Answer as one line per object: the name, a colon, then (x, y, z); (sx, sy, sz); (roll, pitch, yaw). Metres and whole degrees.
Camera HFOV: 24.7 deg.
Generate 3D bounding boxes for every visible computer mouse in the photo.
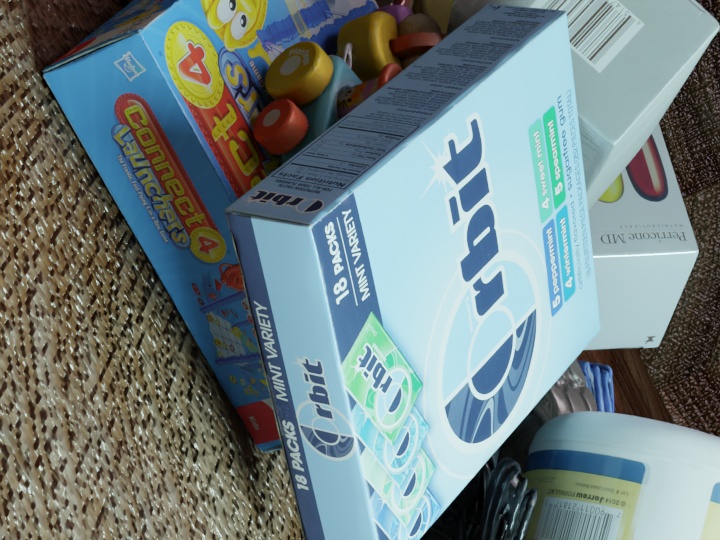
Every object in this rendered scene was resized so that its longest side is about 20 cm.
computer mouse: (0.042, 0.104, 0.826); (0.053, 0.139, 0.200); (11, 29, -22)

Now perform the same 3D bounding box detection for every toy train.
toy train: (0.030, -0.052, 0.768); (0.200, 0.056, 0.151); (-29, 100, -59)

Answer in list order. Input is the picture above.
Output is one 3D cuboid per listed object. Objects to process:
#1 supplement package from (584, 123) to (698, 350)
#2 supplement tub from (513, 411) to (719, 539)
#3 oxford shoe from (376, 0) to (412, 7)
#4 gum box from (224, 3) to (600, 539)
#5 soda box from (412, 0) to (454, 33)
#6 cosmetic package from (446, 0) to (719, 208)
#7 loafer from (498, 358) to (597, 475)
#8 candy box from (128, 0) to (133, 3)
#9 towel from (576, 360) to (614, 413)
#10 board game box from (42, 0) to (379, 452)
supplement package: (0.141, -0.056, 1.117); (0.110, 0.113, 0.200); (99, -16, -52)
supplement tub: (0.128, 0.182, 0.784); (0.145, 0.144, 0.201); (45, 60, -60)
oxford shoe: (0.006, -0.177, 1.010); (0.200, 0.070, 0.075); (-97, 169, -55)
gum box: (0.034, 0.003, 0.708); (0.200, 0.044, 0.170); (-41, 131, -42)
soda box: (0.050, -0.140, 1.111); (0.200, 0.064, 0.068); (179, -89, -80)
cosmetic package: (0.102, -0.096, 0.853); (0.107, 0.090, 0.200); (41, -7, 6)
loafer: (0.063, 0.021, 0.913); (0.070, 0.070, 0.200); (20, 41, -44)
candy box: (-0.069, -0.136, 0.931); (0.200, 0.055, 0.116); (-39, 106, -78)
towel: (0.131, 0.126, 1.113); (0.200, 0.024, 0.145); (180, -101, -74)
board game box: (-0.033, -0.054, 0.775); (0.200, 0.056, 0.196); (62, 32, -19)
